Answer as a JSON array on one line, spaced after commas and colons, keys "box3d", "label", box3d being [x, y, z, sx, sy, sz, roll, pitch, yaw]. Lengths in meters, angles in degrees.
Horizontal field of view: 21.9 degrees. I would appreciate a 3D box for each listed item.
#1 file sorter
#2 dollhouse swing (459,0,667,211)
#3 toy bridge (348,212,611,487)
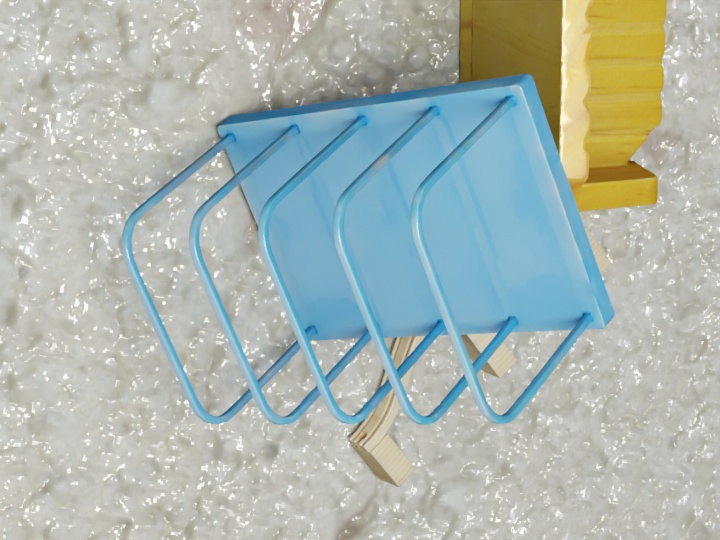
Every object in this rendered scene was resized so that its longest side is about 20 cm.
[{"box3d": [0.000, 0.000, 0.947, 0.123, 0.199, 0.139, -46, 122, -44], "label": "file sorter"}, {"box3d": [0.140, -0.129, 1.030, 0.181, 0.176, 0.201, -5, 102, -27], "label": "dollhouse swing"}, {"box3d": [0.066, 0.034, 1.109, 0.200, 0.027, 0.067, -46, 117, -13], "label": "toy bridge"}]
